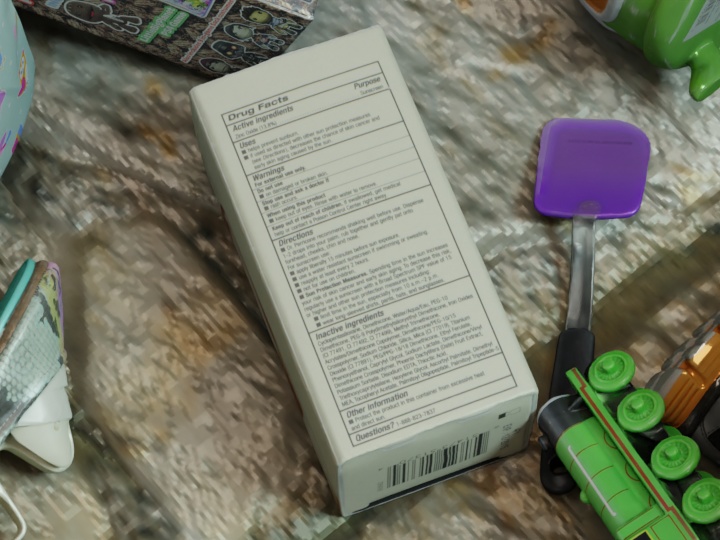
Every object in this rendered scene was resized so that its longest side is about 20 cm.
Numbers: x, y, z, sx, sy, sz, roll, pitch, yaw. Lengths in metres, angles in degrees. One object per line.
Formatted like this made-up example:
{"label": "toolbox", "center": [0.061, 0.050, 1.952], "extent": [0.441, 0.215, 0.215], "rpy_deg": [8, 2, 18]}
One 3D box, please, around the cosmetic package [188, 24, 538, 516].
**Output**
{"label": "cosmetic package", "center": [0.000, 0.000, 1.146], "extent": [0.103, 0.087, 0.201], "rpy_deg": [-18, 69, -7]}

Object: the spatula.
{"label": "spatula", "center": [0.106, 0.013, 1.177], "extent": [0.056, 0.021, 0.201], "rpy_deg": [2, 69, 14]}

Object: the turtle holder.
{"label": "turtle holder", "center": [0.175, -0.190, 1.202], "extent": [0.132, 0.141, 0.186], "rpy_deg": [40, 73, 16]}

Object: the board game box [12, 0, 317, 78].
{"label": "board game box", "center": [-0.113, -0.205, 1.193], "extent": [0.199, 0.097, 0.160], "rpy_deg": [19, 66, -16]}

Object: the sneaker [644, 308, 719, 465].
{"label": "sneaker", "center": [0.223, 0.021, 1.154], "extent": [0.200, 0.078, 0.077], "rpy_deg": [-43, 87, -13]}

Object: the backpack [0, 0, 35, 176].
{"label": "backpack", "center": [-0.223, -0.085, 1.119], "extent": [0.126, 0.200, 0.168], "rpy_deg": [14, 66, 6]}

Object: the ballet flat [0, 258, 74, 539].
{"label": "ballet flat", "center": [-0.178, 0.093, 1.123], "extent": [0.071, 0.069, 0.201], "rpy_deg": [34, 74, -6]}

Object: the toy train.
{"label": "toy train", "center": [0.135, 0.110, 1.047], "extent": [0.056, 0.042, 0.200], "rpy_deg": [-33, 44, 0]}
